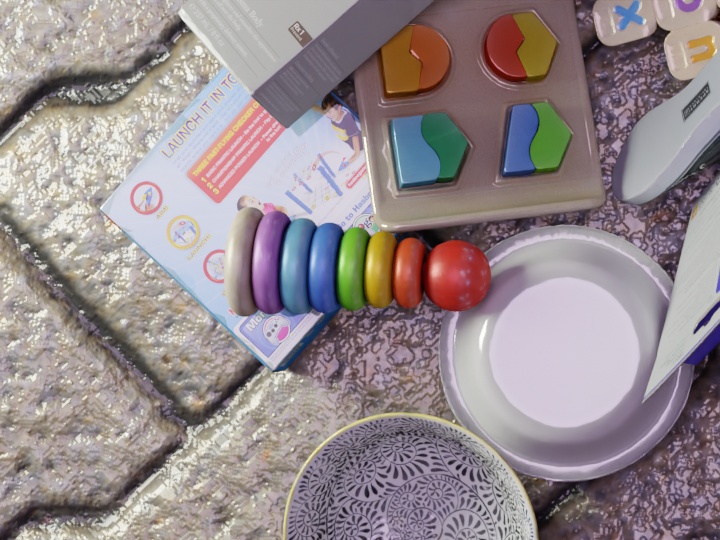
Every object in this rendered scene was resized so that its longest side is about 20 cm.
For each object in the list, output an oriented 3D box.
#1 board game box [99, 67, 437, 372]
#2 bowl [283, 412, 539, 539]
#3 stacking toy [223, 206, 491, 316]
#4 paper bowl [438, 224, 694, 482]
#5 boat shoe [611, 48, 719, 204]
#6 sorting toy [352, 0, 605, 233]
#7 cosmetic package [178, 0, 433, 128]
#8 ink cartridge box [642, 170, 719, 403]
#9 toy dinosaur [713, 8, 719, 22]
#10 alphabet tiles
[{"bbox_3d":[-0.072,-0.056,1.606,0.196,0.056,0.200,43,94,7],"label":"board game box"},{"bbox_3d":[0.047,0.203,1.555,0.200,0.094,0.202,1,96,13],"label":"bowl"},{"bbox_3d":[0.000,0.000,1.518,0.199,0.085,0.086,4,88,11],"label":"stacking toy"},{"bbox_3d":[0.160,0.064,1.547,0.200,0.104,0.202,0,86,8],"label":"paper bowl"},{"bbox_3d":[0.267,-0.109,1.522,0.056,0.200,0.069,18,51,-23],"label":"boat shoe"},{"bbox_3d":[0.090,-0.135,1.562,0.184,0.036,0.201,-7,76,-5],"label":"sorting toy"},{"bbox_3d":[-0.025,-0.219,1.530,0.200,0.090,0.107,-44,65,5],"label":"cosmetic package"},{"bbox_3d":[0.280,-0.018,1.440,0.043,0.198,0.200,25,55,-5],"label":"ink cartridge box"},{"bbox_3d":[0.334,-0.201,1.554,0.135,0.102,0.201,-16,107,21],"label":"toy dinosaur"},{"bbox_3d":[0.262,-0.252,1.521,0.195,0.015,0.201,-15,89,25],"label":"alphabet tiles"}]
